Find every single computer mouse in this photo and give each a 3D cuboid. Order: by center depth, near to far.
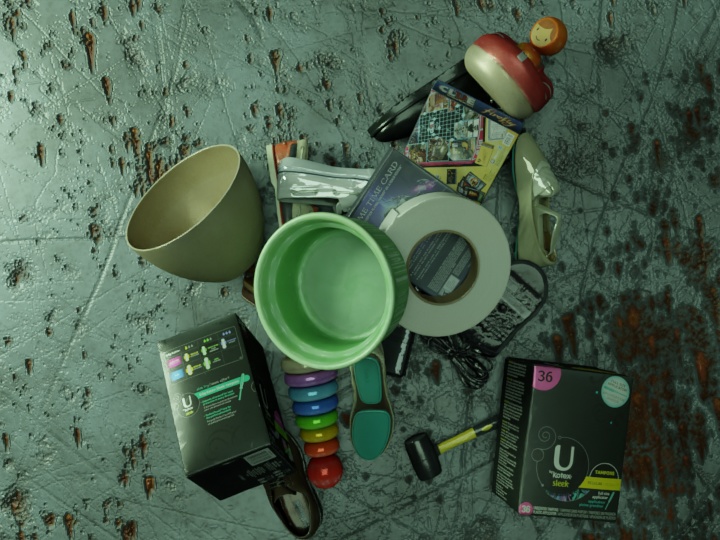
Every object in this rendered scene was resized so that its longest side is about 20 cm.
[{"bbox_3d":[0.192,0.063,1.292,0.139,0.053,0.200,45,101,2],"label":"computer mouse"}]

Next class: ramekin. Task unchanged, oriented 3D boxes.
[{"bbox_3d":[-0.032,0.023,1.153,0.198,0.098,0.203,2,96,22],"label":"ramekin"}]

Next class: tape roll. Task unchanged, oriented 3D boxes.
[{"bbox_3d":[0.111,-0.008,1.218,0.200,0.037,0.205,-3,106,-10],"label":"tape roll"}]

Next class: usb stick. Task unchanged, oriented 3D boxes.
[{"bbox_3d":[0.064,0.059,1.295,0.055,0.032,0.202,13,89,36],"label":"usb stick"}]

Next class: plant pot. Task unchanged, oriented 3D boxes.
[{"bbox_3d":[-0.215,-0.061,1.247,0.200,0.201,0.135,-38,124,1],"label":"plant pot"}]

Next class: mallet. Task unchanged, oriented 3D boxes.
[{"bbox_3d":[0.158,0.235,1.296,0.199,0.041,0.066,-32,92,-3],"label":"mallet"}]

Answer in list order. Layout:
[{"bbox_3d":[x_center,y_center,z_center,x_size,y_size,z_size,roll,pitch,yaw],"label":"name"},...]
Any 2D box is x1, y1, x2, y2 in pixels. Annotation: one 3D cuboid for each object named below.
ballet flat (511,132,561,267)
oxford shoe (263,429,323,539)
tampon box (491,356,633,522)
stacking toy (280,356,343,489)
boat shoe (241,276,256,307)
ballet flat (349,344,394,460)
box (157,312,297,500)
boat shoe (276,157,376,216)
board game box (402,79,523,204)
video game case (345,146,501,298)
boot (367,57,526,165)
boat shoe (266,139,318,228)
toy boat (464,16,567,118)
[{"bbox_3d":[0.260,-0.098,1.262,0.069,0.070,0.202,-5,108,1],"label":"ballet flat"},{"bbox_3d":[-0.114,0.299,1.276,0.072,0.084,0.201,-31,87,3],"label":"oxford shoe"},{"bbox_3d":[0.281,0.234,1.234,0.148,0.126,0.203,7,89,-10],"label":"tampon box"},{"bbox_3d":[-0.060,0.221,1.283,0.084,0.085,0.203,-10,95,1],"label":"stacking toy"},{"bbox_3d":[-0.093,0.068,1.270,0.198,0.070,0.071,22,109,24],"label":"boat shoe"},{"bbox_3d":[0.019,0.185,1.276,0.067,0.063,0.202,4,120,6],"label":"ballet flat"},{"bbox_3d":[-0.185,0.190,1.213,0.123,0.149,0.202,-20,61,0],"label":"box"},{"bbox_3d":[-0.023,-0.108,1.243,0.197,0.074,0.068,9,78,1],"label":"boat shoe"},{"bbox_3d":[0.127,-0.154,1.240,0.134,0.035,0.201,27,132,2],"label":"board game box"},{"bbox_3d":[0.084,-0.060,1.229,0.199,0.019,0.144,32,96,-18],"label":"video game case"},{"bbox_3d":[0.130,-0.199,1.288,0.197,0.073,0.163,-33,94,2],"label":"boot"},{"bbox_3d":[-0.094,-0.094,1.291,0.062,0.071,0.203,-9,85,-2],"label":"boat shoe"},{"bbox_3d":[0.232,-0.296,1.213,0.131,0.200,0.131,46,116,0],"label":"toy boat"}]
